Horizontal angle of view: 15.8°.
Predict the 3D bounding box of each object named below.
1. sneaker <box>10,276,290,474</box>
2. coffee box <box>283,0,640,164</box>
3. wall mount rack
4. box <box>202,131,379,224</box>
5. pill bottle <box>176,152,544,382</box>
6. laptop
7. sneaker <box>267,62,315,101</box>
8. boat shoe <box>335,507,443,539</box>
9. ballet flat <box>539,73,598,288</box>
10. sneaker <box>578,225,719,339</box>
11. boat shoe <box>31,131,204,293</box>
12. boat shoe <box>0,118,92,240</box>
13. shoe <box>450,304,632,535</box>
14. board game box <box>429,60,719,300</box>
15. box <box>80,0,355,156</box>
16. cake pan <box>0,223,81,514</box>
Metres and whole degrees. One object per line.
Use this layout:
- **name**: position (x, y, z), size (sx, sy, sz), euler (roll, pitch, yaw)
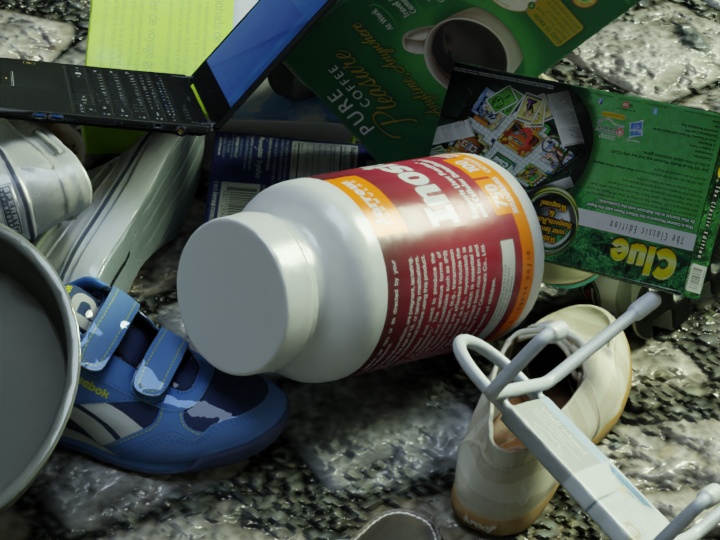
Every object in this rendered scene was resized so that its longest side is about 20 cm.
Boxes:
- **sneaker**: position (-0.136, 0.053, 1.411), size (0.200, 0.082, 0.074), euler (10, 33, 8)
- **coffee box**: position (0.059, -0.157, 1.560), size (0.200, 0.123, 0.044), euler (-37, 27, 19)
- **wall mount rack**: position (0.147, 0.083, 1.351), size (0.200, 0.075, 0.174), euler (47, 19, 14)
- **box**: position (0.005, -0.037, 1.600), size (0.200, 0.032, 0.121), euler (4, 34, 0)
- **pill bottle**: position (0.000, 0.000, 1.436), size (0.113, 0.113, 0.200), euler (31, 28, 35)
- **laptop**: position (-0.119, -0.147, 1.556), size (0.200, 0.104, 0.177), euler (5, 13, -9)
- **sneaker**: position (0.037, -0.155, 1.624), size (0.200, 0.075, 0.085), euler (-29, 58, -7)
- **boat shoe**: position (0.002, 0.170, 1.252), size (0.072, 0.073, 0.200), euler (11, 35, 12)
- **ballet flat**: position (0.107, -0.065, 1.566), size (0.069, 0.070, 0.200), euler (-1, 32, -6)
- **sneaker**: position (0.206, -0.036, 1.575), size (0.200, 0.074, 0.088), euler (-27, 39, -31)
- **boat shoe**: position (-0.154, -0.037, 1.551), size (0.067, 0.074, 0.200), euler (12, 35, 13)
- **boat shoe**: position (-0.196, -0.063, 1.527), size (0.070, 0.071, 0.200), euler (-18, 15, -11)
- **shoe**: position (0.105, 0.069, 1.430), size (0.070, 0.053, 0.200), euler (14, 35, 16)
- **board game box**: position (0.121, -0.054, 1.484), size (0.200, 0.105, 0.023), euler (16, -1, 41)
- **box**: position (-0.079, -0.134, 1.693), size (0.200, 0.048, 0.122), euler (2, 56, -2)
- **cake pan**: position (-0.239, 0.062, 1.356), size (0.200, 0.037, 0.201), euler (-4, 62, 8)
